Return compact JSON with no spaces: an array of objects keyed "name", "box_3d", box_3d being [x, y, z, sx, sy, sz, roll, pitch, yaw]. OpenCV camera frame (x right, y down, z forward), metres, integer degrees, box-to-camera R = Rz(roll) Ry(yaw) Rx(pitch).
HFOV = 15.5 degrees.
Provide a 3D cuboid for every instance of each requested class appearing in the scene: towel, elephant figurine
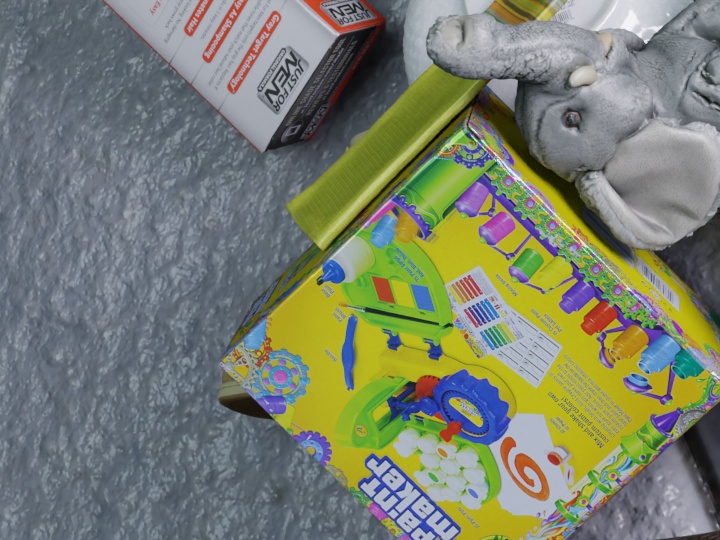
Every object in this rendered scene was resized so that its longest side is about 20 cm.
[{"name":"towel","box_3d":[0.038,-0.094,1.435,0.200,0.018,0.086,-46,14,1]},{"name":"elephant figurine","box_3d":[0.144,-0.085,1.398,0.200,0.142,0.155,-20,91,-5]}]

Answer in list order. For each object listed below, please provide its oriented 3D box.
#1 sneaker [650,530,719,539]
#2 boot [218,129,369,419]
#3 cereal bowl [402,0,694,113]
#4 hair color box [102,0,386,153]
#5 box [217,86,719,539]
[{"name":"sneaker","box_3d":[0.210,0.184,1.415,0.200,0.073,0.085,-9,103,25]},{"name":"boot","box_3d":[0.000,0.000,1.586,0.200,0.073,0.156,-17,69,25]},{"name":"cereal bowl","box_3d":[0.116,-0.147,1.517,0.200,0.083,0.200,-8,64,16]},{"name":"hair color box","box_3d":[-0.090,-0.178,1.657,0.200,0.061,0.102,45,121,16]},{"name":"box","box_3d":[0.065,0.041,1.446,0.193,0.122,0.200,-43,97,15]}]
